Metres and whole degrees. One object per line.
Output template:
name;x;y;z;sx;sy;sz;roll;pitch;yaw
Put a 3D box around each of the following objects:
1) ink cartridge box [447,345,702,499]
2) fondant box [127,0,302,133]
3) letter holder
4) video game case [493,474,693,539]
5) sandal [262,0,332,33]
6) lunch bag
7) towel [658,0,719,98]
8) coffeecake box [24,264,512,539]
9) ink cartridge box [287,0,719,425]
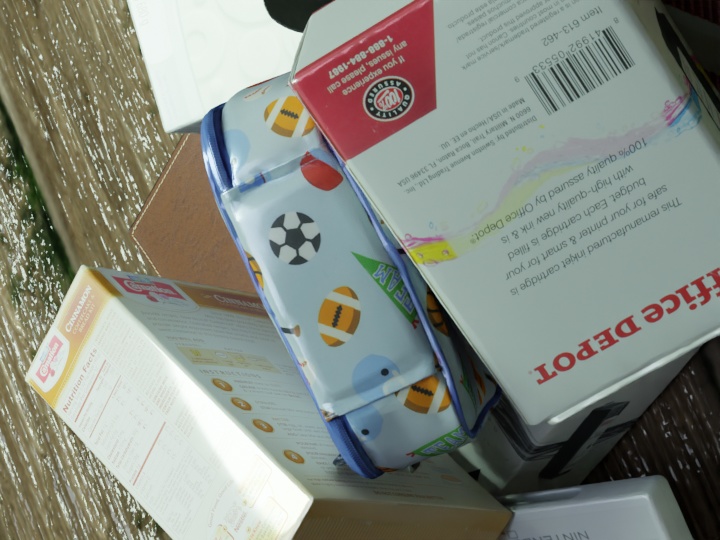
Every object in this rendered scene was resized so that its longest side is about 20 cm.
ink cartridge box;0.073;0.037;1.271;0.145;0.083;0.200;57;137;22
fondant box;-0.026;-0.169;1.231;0.199;0.058;0.145;-20;83;25
letter holder;-0.022;-0.039;1.357;0.143;0.100;0.200;55;136;22
video game case;0.114;0.204;1.243;0.181;0.024;0.201;-12;109;40
sandal;0.033;-0.172;1.145;0.199;0.045;0.076;-21;83;24
lunch bag;0.000;0.000;1.155;0.075;0.160;0.201;-22;95;11
towel;0.150;-0.120;1.088;0.143;0.023;0.201;27;147;29
coffeecake box;-0.047;0.087;1.217;0.200;0.153;0.073;42;110;37
ink cartridge box;0.084;-0.054;1.081;0.145;0.083;0.201;-29;110;17
